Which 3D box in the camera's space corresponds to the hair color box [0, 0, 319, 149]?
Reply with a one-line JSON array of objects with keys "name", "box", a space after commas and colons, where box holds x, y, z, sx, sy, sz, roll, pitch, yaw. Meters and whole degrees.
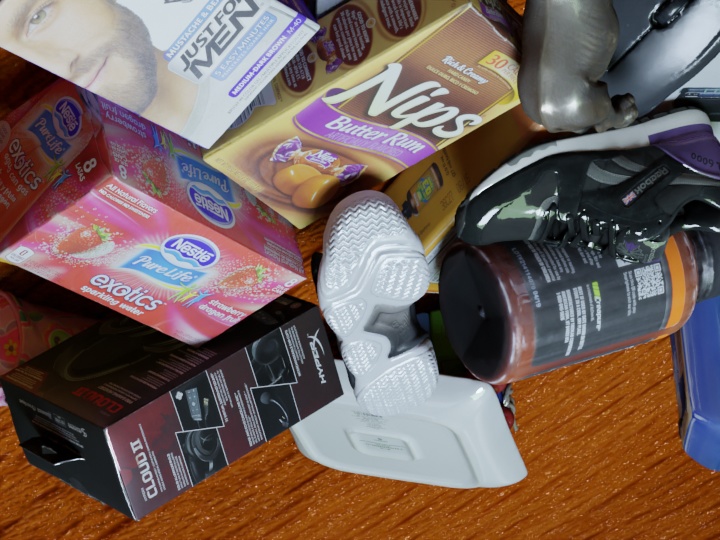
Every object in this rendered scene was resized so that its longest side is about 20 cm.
[{"name": "hair color box", "box": [-0.131, -0.157, 1.349, 0.109, 0.065, 0.200, -46, 138, 17]}]

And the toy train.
[{"name": "toy train", "box": [0.063, 0.095, 1.840, 0.115, 0.085, 0.200, -6, 150, 5]}]

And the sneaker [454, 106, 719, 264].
[{"name": "sneaker", "box": [0.164, -0.043, 1.536, 0.199, 0.088, 0.076, -18, 155, -16]}]

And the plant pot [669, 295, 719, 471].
[{"name": "plant pot", "box": [0.326, 0.048, 1.746, 0.179, 0.201, 0.200, -6, 165, 4]}]

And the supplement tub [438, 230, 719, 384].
[{"name": "supplement tub", "box": [0.162, 0.008, 1.615, 0.199, 0.107, 0.107, -14, 150, -26]}]

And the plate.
[{"name": "plate", "box": [0.020, 0.125, 1.812, 0.199, 0.032, 0.200, 8, 156, 17]}]

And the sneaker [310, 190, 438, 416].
[{"name": "sneaker", "box": [0.000, 0.000, 1.557, 0.075, 0.114, 0.200, -17, 136, -6]}]

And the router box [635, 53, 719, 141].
[{"name": "router box", "box": [0.249, -0.133, 1.597, 0.179, 0.049, 0.200, -2, 145, -23]}]

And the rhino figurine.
[{"name": "rhino figurine", "box": [0.132, -0.177, 1.394, 0.087, 0.060, 0.201, -22, 119, -50]}]

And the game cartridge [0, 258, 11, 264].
[{"name": "game cartridge", "box": [-0.155, -0.061, 1.541, 0.176, 0.033, 0.200, 17, 137, -42]}]

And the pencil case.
[{"name": "pencil case", "box": [-0.194, 0.073, 1.674, 0.199, 0.088, 0.087, 14, 137, -41]}]

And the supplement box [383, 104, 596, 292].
[{"name": "supplement box", "box": [0.083, -0.065, 1.608, 0.069, 0.067, 0.200, 6, 143, -38]}]

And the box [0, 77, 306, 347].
[{"name": "box", "box": [-0.137, -0.038, 1.461, 0.100, 0.096, 0.200, -32, 146, 22]}]

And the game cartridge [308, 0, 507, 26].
[{"name": "game cartridge", "box": [0.030, -0.164, 1.463, 0.129, 0.038, 0.200, -14, 148, -12]}]

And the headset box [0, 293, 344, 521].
[{"name": "headset box", "box": [-0.137, 0.083, 1.572, 0.200, 0.149, 0.078, -29, 117, -28]}]

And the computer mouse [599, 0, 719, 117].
[{"name": "computer mouse", "box": [0.179, -0.159, 1.462, 0.138, 0.053, 0.200, 39, 139, 0]}]

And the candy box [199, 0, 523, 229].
[{"name": "candy box", "box": [0.006, -0.113, 1.450, 0.200, 0.057, 0.117, -30, 145, 19]}]
